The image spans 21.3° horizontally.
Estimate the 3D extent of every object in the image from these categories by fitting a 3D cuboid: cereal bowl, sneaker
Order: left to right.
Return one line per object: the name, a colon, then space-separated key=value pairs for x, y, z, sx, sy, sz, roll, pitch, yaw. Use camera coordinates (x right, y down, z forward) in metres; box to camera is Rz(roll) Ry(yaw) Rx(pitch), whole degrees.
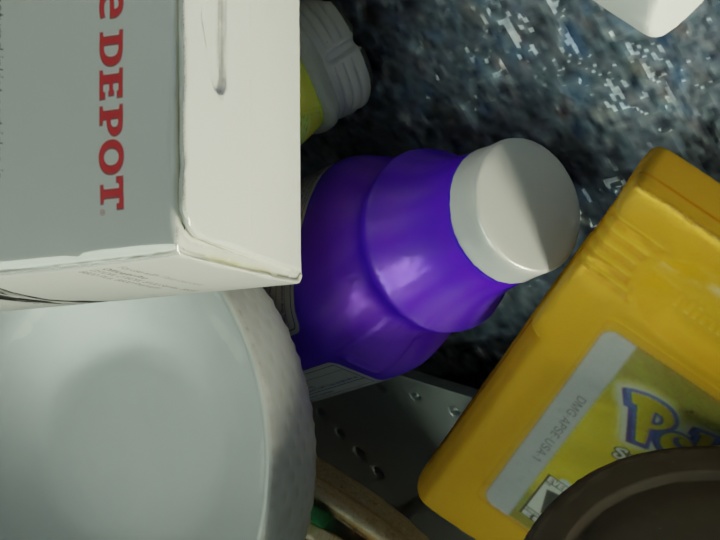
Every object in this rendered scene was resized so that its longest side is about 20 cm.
cereal bowl: x=-0.100 y=0.068 z=0.703 sx=0.199 sy=0.083 sz=0.201 roll=-1 pitch=87 yaw=24
sneaker: x=-0.091 y=-0.064 z=0.737 sx=0.199 sy=0.090 sz=0.078 roll=-3 pitch=125 yaw=50

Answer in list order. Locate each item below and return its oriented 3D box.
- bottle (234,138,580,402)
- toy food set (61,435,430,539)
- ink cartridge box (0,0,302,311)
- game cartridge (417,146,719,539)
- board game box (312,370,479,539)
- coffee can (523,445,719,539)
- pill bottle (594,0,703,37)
bottle: x=0.000 y=0.000 z=0.711 sx=0.065 sy=0.084 sz=0.200 roll=24 pitch=154 yaw=-29
toy food set: x=-0.041 y=0.120 z=0.819 sx=0.197 sy=0.049 sz=0.200 roll=19 pitch=154 yaw=22
ink cartridge box: x=-0.122 y=-0.062 z=0.630 sx=0.199 sy=0.084 sz=0.146 roll=-5 pitch=81 yaw=25
game cartridge: x=0.127 y=0.071 z=0.664 sx=0.176 sy=0.032 sz=0.200 roll=34 pitch=141 yaw=4
board game box: x=0.048 y=0.115 z=0.829 sx=0.199 sy=0.026 sz=0.201 roll=15 pitch=135 yaw=37
coffee can: x=0.109 y=0.179 z=0.644 sx=0.146 sy=0.146 sz=0.201 roll=30 pitch=139 yaw=23
pill bottle: x=0.022 y=-0.151 z=0.508 sx=0.200 sy=0.112 sz=0.112 roll=38 pitch=145 yaw=12
